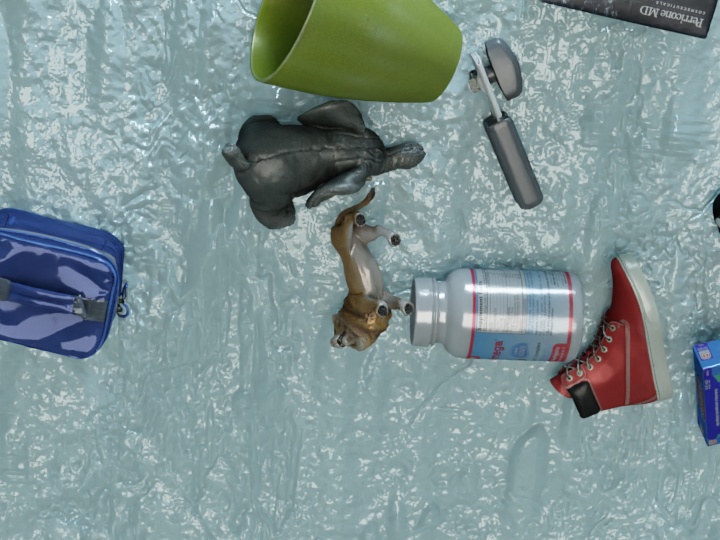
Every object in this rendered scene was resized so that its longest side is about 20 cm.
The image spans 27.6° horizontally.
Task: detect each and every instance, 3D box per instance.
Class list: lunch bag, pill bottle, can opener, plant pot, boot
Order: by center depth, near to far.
[{"bbox_3d":[0.006,-0.265,1.632,0.199,0.187,0.188,18,106,-23],"label":"plant pot"},{"bbox_3d":[-0.366,0.020,1.713,0.199,0.132,0.137,12,107,-6],"label":"lunch bag"},{"bbox_3d":[0.175,-0.169,1.719,0.066,0.053,0.201,-19,107,3],"label":"can opener"},{"bbox_3d":[0.161,0.053,1.759,0.199,0.109,0.109,2,107,-2],"label":"pill bottle"},{"bbox_3d":[0.295,0.084,1.796,0.143,0.072,0.201,-14,111,3],"label":"boot"}]

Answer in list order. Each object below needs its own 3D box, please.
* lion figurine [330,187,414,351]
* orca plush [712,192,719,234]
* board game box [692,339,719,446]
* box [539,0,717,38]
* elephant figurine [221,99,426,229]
[{"bbox_3d":[0.000,0.000,1.746,0.072,0.122,0.201,-10,99,-30],"label":"lion figurine"},{"bbox_3d":[0.488,-0.019,1.789,0.200,0.071,0.106,32,59,-22],"label":"orca plush"},{"bbox_3d":[0.513,0.132,1.801,0.199,0.045,0.153,-15,133,2],"label":"board game box"},{"bbox_3d":[0.308,-0.381,1.626,0.196,0.118,0.201,11,108,-6],"label":"box"},{"bbox_3d":[-0.036,-0.134,1.670,0.199,0.155,0.142,-10,124,11],"label":"elephant figurine"}]
